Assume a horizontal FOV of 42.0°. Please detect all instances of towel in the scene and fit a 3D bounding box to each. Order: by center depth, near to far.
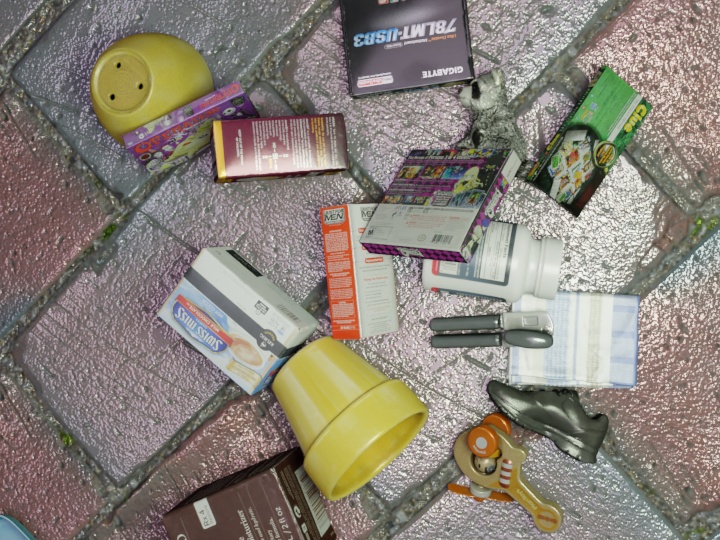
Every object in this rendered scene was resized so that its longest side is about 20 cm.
[{"bbox_3d":[0.324,0.105,1.436,0.197,0.024,0.149,2,92,9],"label":"towel"}]

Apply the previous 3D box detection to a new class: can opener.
[{"bbox_3d":[0.196,0.091,1.423,0.198,0.066,0.053,-3,91,27],"label":"can opener"}]

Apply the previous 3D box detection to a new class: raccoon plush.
[{"bbox_3d":[0.231,-0.215,1.431,0.198,0.097,0.135,27,81,-22],"label":"raccoon plush"}]

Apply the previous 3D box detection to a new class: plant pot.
[{"bbox_3d":[-0.029,0.211,1.426,0.201,0.200,0.189,-45,68,8],"label":"plant pot"},{"bbox_3d":[-0.347,-0.286,1.480,0.197,0.142,0.203,0,91,10],"label":"plant pot"}]

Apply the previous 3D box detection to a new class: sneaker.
[{"bbox_3d":[0.285,0.211,1.429,0.198,0.076,0.092,29,89,-1],"label":"sneaker"}]

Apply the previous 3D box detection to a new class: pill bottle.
[{"bbox_3d":[0.198,-0.015,1.405,0.197,0.120,0.121,9,93,9],"label":"pill bottle"}]

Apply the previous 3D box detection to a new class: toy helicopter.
[{"bbox_3d":[0.222,0.326,1.431,0.200,0.079,0.133,43,115,14],"label":"toy helicopter"}]

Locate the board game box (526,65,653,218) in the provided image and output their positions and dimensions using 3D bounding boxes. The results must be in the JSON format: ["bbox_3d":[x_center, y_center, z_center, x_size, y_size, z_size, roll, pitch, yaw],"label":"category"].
[{"bbox_3d":[0.340,-0.190,1.394,0.104,0.023,0.201,34,92,-19],"label":"board game box"}]

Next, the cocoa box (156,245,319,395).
[{"bbox_3d":[-0.189,0.075,1.468,0.199,0.133,0.132,39,98,7],"label":"cocoa box"}]

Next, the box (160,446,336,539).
[{"bbox_3d":[-0.167,0.400,1.458,0.198,0.164,0.168,-25,88,10],"label":"box"}]

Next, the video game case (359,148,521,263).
[{"bbox_3d":[0.113,-0.099,1.367,0.199,0.036,0.183,6,59,45],"label":"video game case"}]

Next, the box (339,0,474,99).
[{"bbox_3d":[0.070,-0.379,1.454,0.197,0.050,0.202,-5,90,11],"label":"box"}]

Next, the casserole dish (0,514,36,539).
[{"bbox_3d":[-0.585,0.502,1.599,0.200,0.039,0.121,44,98,7],"label":"casserole dish"}]

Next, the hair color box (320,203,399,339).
[{"bbox_3d":[0.000,0.000,1.444,0.061,0.101,0.203,-4,91,39],"label":"hair color box"}]

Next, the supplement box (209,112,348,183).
[{"bbox_3d":[-0.126,-0.185,1.430,0.197,0.110,0.087,-6,92,-12],"label":"supplement box"}]

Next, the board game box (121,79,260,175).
[{"bbox_3d":[-0.259,-0.220,1.465,0.198,0.120,0.033,-25,69,2],"label":"board game box"}]
